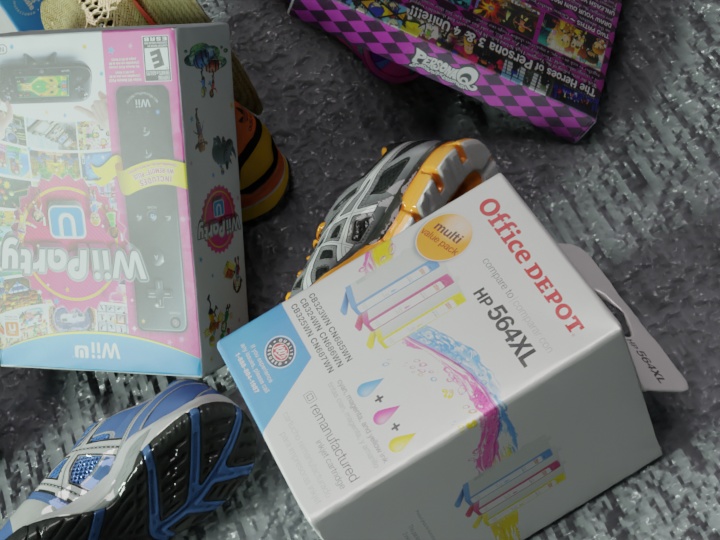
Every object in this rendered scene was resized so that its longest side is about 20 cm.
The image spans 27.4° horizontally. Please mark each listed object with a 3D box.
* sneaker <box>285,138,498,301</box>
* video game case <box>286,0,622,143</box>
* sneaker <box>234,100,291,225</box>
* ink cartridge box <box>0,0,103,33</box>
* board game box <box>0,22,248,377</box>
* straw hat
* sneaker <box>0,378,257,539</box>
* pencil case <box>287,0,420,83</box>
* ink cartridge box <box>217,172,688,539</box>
[{"bbox_3d":[0.000,0.000,0.872,0.077,0.078,0.200,19,60,46],"label":"sneaker"},{"bbox_3d":[0.072,-0.196,0.932,0.199,0.036,0.182,22,59,-9],"label":"video game case"},{"bbox_3d":[-0.149,-0.057,0.954,0.199,0.090,0.070,-19,51,8],"label":"sneaker"},{"bbox_3d":[-0.184,-0.238,1.084,0.200,0.116,0.067,-45,51,-12],"label":"ink cartridge box"},{"bbox_3d":[-0.149,-0.043,0.885,0.146,0.202,0.064,1,13,23],"label":"board game box"},{"bbox_3d":[-0.158,-0.157,0.965,0.085,0.201,0.201,-39,51,-6],"label":"straw hat"},{"bbox_3d":[-0.148,0.138,0.837,0.199,0.076,0.077,-36,28,-6],"label":"sneaker"},{"bbox_3d":[-0.017,-0.207,1.017,0.088,0.089,0.200,-40,52,-9],"label":"pencil case"},{"bbox_3d":[0.053,0.059,0.766,0.199,0.125,0.129,-32,50,-2],"label":"ink cartridge box"}]
